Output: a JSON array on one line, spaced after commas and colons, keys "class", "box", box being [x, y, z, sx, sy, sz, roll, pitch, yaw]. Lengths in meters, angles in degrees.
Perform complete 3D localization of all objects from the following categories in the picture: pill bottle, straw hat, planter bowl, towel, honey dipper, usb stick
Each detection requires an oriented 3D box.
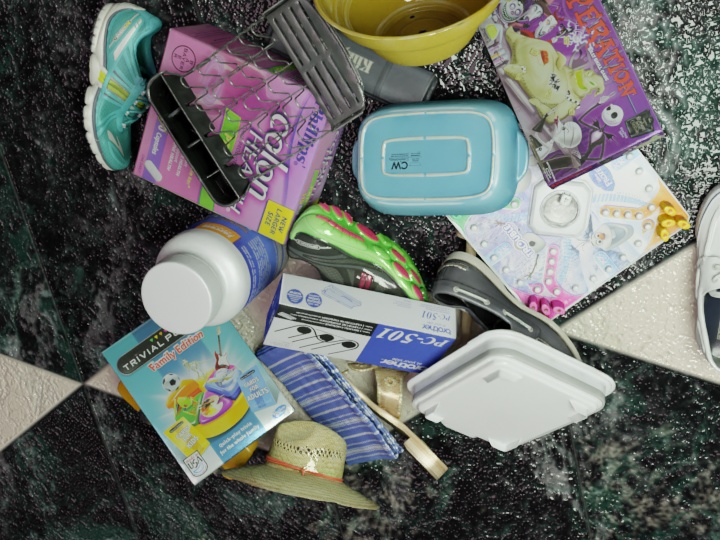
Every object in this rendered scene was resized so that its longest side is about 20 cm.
[{"class": "pill bottle", "box": [-0.165, -0.004, 0.957, 0.112, 0.200, 0.112, 5, 110, 15]}, {"class": "straw hat", "box": [-0.065, 0.229, 1.034, 0.201, 0.201, 0.085, 11, 81, 13]}, {"class": "planter bowl", "box": [0.058, -0.266, 0.837, 0.200, 0.201, 0.083, 3, 145, 16]}, {"class": "towel", "box": [-0.046, 0.163, 1.039, 0.200, 0.024, 0.145, 51, 149, -5]}, {"class": "honey dipper", "box": [0.124, 0.012, 0.964, 0.038, 0.038, 0.200, 7, 110, 14]}, {"class": "usb stick", "box": [-0.010, -0.230, 0.921, 0.200, 0.033, 0.055, 27, 104, 7]}]

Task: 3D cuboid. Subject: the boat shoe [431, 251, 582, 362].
[{"class": "boat shoe", "box": [0.157, 0.067, 0.918, 0.200, 0.063, 0.073, 43, 143, -5]}]

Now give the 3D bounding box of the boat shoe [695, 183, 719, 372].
[{"class": "boat shoe", "box": [0.387, 0.010, 0.870, 0.074, 0.065, 0.200, -3, 108, 18]}]

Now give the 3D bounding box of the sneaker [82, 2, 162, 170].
[{"class": "sneaker", "box": [-0.278, -0.211, 0.990, 0.080, 0.078, 0.200, 13, 112, 3]}]

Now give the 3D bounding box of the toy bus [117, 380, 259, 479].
[{"class": "toy bus", "box": [-0.224, 0.186, 1.110, 0.200, 0.078, 0.065, 36, 114, 2]}]

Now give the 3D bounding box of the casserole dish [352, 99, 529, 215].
[{"class": "casserole dish", "box": [0.073, -0.118, 0.873, 0.200, 0.039, 0.121, 2, 94, 27]}]

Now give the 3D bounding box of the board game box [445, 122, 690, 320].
[{"class": "board game box", "box": [0.214, -0.065, 0.893, 0.200, 0.026, 0.200, -38, 102, 17]}]

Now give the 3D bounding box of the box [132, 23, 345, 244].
[{"class": "box", "box": [-0.132, -0.157, 0.950, 0.200, 0.097, 0.176, 25, 114, 6]}]

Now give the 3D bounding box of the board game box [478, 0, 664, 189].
[{"class": "board game box", "box": [0.203, -0.196, 0.830, 0.120, 0.032, 0.200, -25, 76, 18]}]

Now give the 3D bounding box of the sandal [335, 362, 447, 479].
[{"class": "sandal", "box": [0.042, 0.158, 1.035, 0.070, 0.078, 0.212, -44, 82, -9]}]

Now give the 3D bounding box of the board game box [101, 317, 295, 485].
[{"class": "board game box", "box": [-0.200, 0.140, 1.045, 0.151, 0.047, 0.200, -36, 85, -9]}]

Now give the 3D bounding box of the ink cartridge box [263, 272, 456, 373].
[{"class": "ink cartridge box", "box": [-0.002, 0.063, 0.941, 0.200, 0.044, 0.094, 11, 145, -11]}]

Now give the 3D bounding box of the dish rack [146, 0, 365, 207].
[{"class": "dish rack", "box": [-0.101, -0.176, 0.852, 0.200, 0.055, 0.153, -29, 99, 23]}]

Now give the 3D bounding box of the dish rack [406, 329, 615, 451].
[{"class": "dish rack", "box": [0.161, 0.145, 0.932, 0.172, 0.044, 0.200, 25, 144, -19]}]

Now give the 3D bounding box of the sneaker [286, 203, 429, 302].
[{"class": "sneaker", "box": [0.000, 0.000, 0.960, 0.200, 0.077, 0.084, 36, 120, -21]}]
